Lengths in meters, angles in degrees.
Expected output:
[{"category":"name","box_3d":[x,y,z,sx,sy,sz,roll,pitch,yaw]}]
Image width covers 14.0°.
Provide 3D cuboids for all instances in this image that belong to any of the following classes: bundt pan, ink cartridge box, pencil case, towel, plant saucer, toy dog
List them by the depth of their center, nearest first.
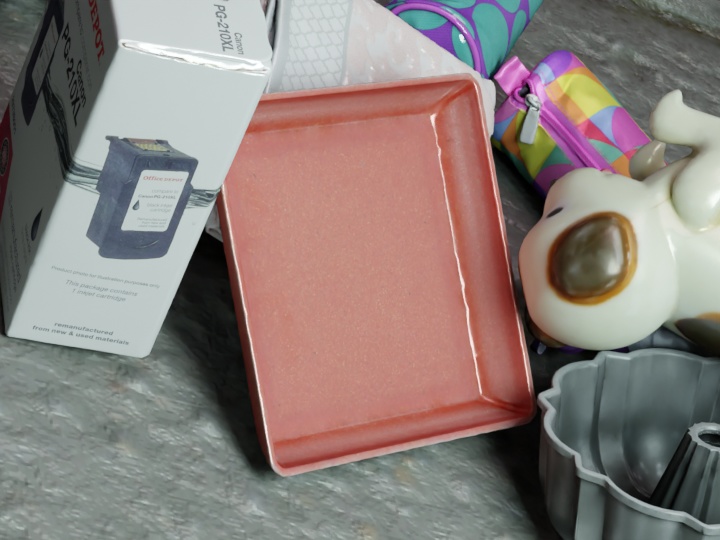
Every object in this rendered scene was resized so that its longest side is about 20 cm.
[{"category":"ink cartridge box","box_3d":[-0.123,-0.079,1.509,0.084,0.200,0.145,10,39,-21]},{"category":"plant saucer","box_3d":[0.000,0.000,1.591,0.199,0.037,0.201,-9,89,-41]},{"category":"bundt pan","box_3d":[0.188,0.123,1.614,0.201,0.076,0.202,9,27,-5]},{"category":"toy dog","box_3d":[0.187,-0.001,1.647,0.199,0.140,0.195,3,78,-10]},{"category":"towel","box_3d":[0.002,-0.066,1.668,0.191,0.032,0.201,33,52,-34]},{"category":"pencil case","box_3d":[0.161,-0.049,1.839,0.200,0.089,0.088,48,35,19]},{"category":"pencil case","box_3d":[0.064,-0.173,1.908,0.092,0.085,0.200,38,33,-5]}]

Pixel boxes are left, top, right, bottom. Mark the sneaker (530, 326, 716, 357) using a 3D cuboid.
[{"category":"sneaker","box_3d":[0.202,0.051,1.753,0.199,0.088,0.074,25,9,-7]}]
